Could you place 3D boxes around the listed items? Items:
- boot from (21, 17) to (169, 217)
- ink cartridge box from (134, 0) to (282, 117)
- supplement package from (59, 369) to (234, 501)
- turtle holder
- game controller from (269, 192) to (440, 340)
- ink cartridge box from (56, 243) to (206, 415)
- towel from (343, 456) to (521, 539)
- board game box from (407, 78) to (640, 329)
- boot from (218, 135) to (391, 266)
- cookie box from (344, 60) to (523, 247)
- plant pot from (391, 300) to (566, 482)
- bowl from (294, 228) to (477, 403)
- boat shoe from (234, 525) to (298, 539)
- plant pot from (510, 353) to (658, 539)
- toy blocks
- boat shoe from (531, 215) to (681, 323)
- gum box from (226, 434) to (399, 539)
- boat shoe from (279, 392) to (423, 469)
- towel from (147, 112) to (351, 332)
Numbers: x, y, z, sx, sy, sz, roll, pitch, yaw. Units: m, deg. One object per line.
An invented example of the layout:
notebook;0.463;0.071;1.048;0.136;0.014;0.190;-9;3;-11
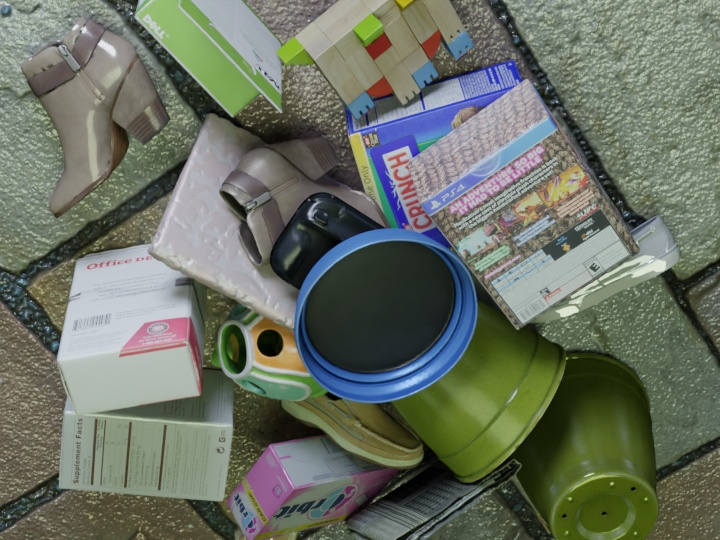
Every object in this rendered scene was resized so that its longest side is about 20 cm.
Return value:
boot;-0.307;-0.169;1.408;0.200;0.070;0.146;-39;108;16
ink cartridge box;-0.151;-0.225;1.312;0.076;0.201;0.148;-37;115;16
supplement package;-0.256;0.192;1.585;0.198;0.117;0.118;6;119;-7
turtle holder;-0.100;0.076;1.515;0.131;0.185;0.142;-7;113;-33
game controller;0.000;0.000;1.401;0.199;0.042;0.105;32;107;-28
ink cartridge box;-0.250;0.059;1.463;0.144;0.201;0.085;-9;125;1
towel;0.086;0.280;1.587;0.191;0.200;0.035;-30;95;-16
board game box;0.173;-0.068;1.396;0.159;0.097;0.200;-33;119;13
boot;-0.057;-0.048;1.414;0.146;0.070;0.201;-36;91;-30
cookie box;0.099;-0.118;1.461;0.198;0.075;0.172;-15;120;5
plant pot;0.104;0.108;1.537;0.192;0.201;0.201;39;111;-9
bowl;0.025;0.046;1.386;0.198;0.039;0.202;-7;121;-12
boat shoe;-0.133;0.352;1.708;0.069;0.074;0.201;15;118;-19
plant pot;0.277;0.238;1.598;0.198;0.193;0.202;-2;119;-3
toy blocks;0.029;-0.237;1.382;0.199;0.100;0.137;-39;137;1
boat shoe;0.276;-0.002;1.548;0.199;0.072;0.069;-25;97;17
gum box;-0.050;0.259;1.607;0.199;0.066;0.114;-3;140;-45
boat shoe;-0.009;0.168;1.574;0.199;0.072;0.077;23;113;20
towel;-0.115;-0.051;1.433;0.199;0.193;0.032;28;149;-19
